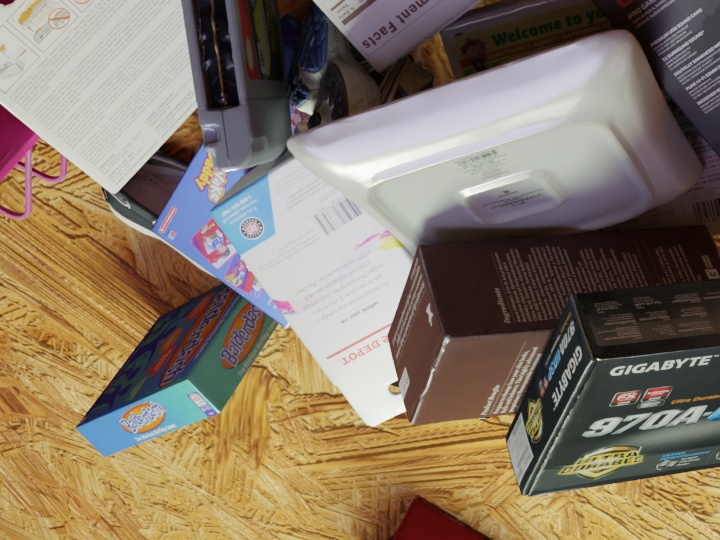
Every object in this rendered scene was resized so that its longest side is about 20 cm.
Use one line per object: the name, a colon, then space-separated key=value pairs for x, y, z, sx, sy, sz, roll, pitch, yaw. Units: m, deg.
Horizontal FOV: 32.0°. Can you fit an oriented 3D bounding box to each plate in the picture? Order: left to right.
plate: x=0.086 y=-0.054 z=0.726 sx=0.197 sy=0.033 sz=0.200 roll=-15 pitch=156 yaw=22

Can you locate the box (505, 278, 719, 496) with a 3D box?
box: x=0.200 y=0.068 z=0.757 sx=0.197 sy=0.046 sz=0.160 roll=-5 pitch=144 yaw=-15

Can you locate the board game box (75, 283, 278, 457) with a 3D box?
board game box: x=-0.158 y=0.082 z=1.142 sx=0.045 sy=0.153 sz=0.199 roll=47 pitch=138 yaw=-17

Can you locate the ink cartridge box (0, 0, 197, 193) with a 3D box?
ink cartridge box: x=-0.180 y=-0.166 z=0.852 sx=0.050 sy=0.161 sz=0.200 roll=46 pitch=-178 yaw=41

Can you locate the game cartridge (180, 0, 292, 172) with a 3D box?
game cartridge: x=-0.082 y=-0.169 z=0.812 sx=0.040 sy=0.133 sz=0.203 roll=-7 pitch=98 yaw=6

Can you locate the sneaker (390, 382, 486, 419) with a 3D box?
sneaker: x=0.074 y=0.068 z=0.925 sx=0.198 sy=0.083 sz=0.072 roll=-13 pitch=123 yaw=42

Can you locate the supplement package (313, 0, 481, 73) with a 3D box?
supplement package: x=0.002 y=-0.242 z=0.731 sx=0.200 sy=0.117 sz=0.117 roll=45 pitch=137 yaw=-16

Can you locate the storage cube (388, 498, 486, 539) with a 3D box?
storage cube: x=0.071 y=0.377 z=1.267 sx=0.198 sy=0.181 sz=0.172 roll=29 pitch=141 yaw=3

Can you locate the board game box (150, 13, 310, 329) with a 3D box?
board game box: x=-0.056 y=-0.071 z=0.952 sx=0.134 sy=0.045 sz=0.201 roll=36 pitch=122 yaw=-3

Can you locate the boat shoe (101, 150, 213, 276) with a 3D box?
boat shoe: x=-0.136 y=-0.048 z=1.049 sx=0.197 sy=0.076 sz=0.061 roll=18 pitch=156 yaw=16

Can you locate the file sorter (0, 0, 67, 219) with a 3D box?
file sorter: x=-0.284 y=-0.131 z=0.974 sx=0.138 sy=0.201 sz=0.126 roll=29 pitch=144 yaw=4

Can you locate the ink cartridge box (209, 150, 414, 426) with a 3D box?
ink cartridge box: x=0.000 y=0.000 z=0.904 sx=0.114 sy=0.068 sz=0.201 roll=-28 pitch=105 yaw=29

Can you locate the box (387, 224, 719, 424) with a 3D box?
box: x=0.125 y=0.034 z=0.785 sx=0.197 sy=0.076 sz=0.101 roll=-5 pitch=145 yaw=-17

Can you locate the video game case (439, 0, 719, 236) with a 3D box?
video game case: x=0.168 y=-0.096 z=0.783 sx=0.197 sy=0.022 sz=0.184 roll=-12 pitch=118 yaw=20

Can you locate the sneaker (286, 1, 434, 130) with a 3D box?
sneaker: x=0.004 y=-0.119 z=0.819 sx=0.084 sy=0.201 sz=0.078 roll=13 pitch=128 yaw=-20

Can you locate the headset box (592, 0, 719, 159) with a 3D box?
headset box: x=0.226 y=-0.150 z=0.677 sx=0.148 sy=0.078 sz=0.200 roll=-34 pitch=109 yaw=29
